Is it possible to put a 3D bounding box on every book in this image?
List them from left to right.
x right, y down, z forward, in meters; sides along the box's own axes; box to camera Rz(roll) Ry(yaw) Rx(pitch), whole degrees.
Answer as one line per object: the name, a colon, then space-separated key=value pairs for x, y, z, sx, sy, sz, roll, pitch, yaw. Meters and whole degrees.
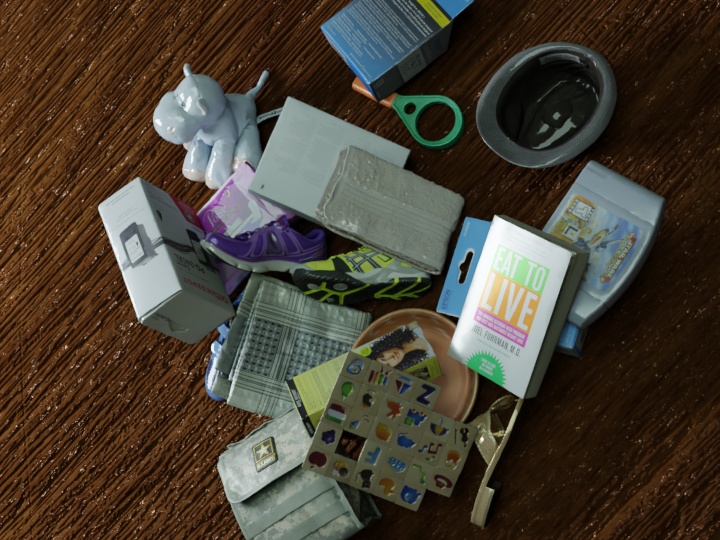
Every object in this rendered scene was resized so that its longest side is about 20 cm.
book: x=0.199 y=0.045 z=1.367 sx=0.133 sy=0.048 sz=0.201 roll=28 pitch=109 yaw=37

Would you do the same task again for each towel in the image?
towel: x=-0.099 y=0.120 z=1.526 sx=0.199 sy=0.035 sz=0.194 roll=19 pitch=83 yaw=-3
towel: x=0.043 y=-0.089 z=1.504 sx=0.199 sy=0.035 sz=0.133 roll=23 pitch=65 yaw=-3

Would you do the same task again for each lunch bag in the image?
lunch bag: x=-0.092 y=0.299 z=1.465 sx=0.164 sy=0.118 sz=0.201 roll=-33 pitch=77 yaw=11

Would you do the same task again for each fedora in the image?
fedora: x=0.263 y=-0.218 z=1.475 sx=0.177 sy=0.090 sz=0.200 roll=36 pitch=86 yaw=25

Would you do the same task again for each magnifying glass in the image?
magnifying glass: x=0.070 y=-0.247 z=1.605 sx=0.199 sy=0.022 sz=0.080 roll=31 pitch=90 yaw=24

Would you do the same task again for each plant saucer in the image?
plant saucer: x=0.073 y=0.154 z=1.488 sx=0.199 sy=0.037 sz=0.202 roll=-5 pitch=74 yaw=20

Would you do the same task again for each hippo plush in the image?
hippo plush: x=-0.226 y=-0.225 z=1.644 sx=0.199 sy=0.161 sz=0.160 roll=-34 pitch=66 yaw=12

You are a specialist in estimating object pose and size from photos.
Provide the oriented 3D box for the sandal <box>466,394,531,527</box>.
sandal: x=0.168 y=0.229 z=1.408 sx=0.069 sy=0.078 sz=0.213 roll=18 pitch=89 yaw=20

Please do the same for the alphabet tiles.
alphabet tiles: x=0.045 y=0.217 z=1.389 sx=0.199 sy=0.008 sz=0.168 roll=22 pitch=96 yaw=-5

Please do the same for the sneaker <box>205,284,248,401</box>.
sneaker: x=-0.183 y=0.101 z=1.586 sx=0.074 sy=0.082 sz=0.201 roll=27 pitch=89 yaw=24

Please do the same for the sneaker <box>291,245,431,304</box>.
sneaker: x=0.000 y=0.000 z=1.524 sx=0.199 sy=0.076 sz=0.077 roll=1 pitch=61 yaw=-8

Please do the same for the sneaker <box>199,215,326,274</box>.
sneaker: x=-0.141 y=-0.042 z=1.552 sx=0.081 sy=0.199 sz=0.084 roll=23 pitch=106 yaw=56

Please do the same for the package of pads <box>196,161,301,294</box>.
package of pads: x=-0.197 y=-0.056 z=1.625 sx=0.120 sy=0.076 sz=0.200 roll=44 pitch=97 yaw=7

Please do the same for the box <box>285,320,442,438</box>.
box: x=0.004 y=0.146 z=1.429 sx=0.199 sy=0.050 sz=0.075 roll=-26 pitch=46 yaw=-5

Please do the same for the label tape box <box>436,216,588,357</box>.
label tape box: x=0.221 y=0.020 z=1.447 sx=0.199 sy=0.066 sz=0.144 roll=14 pitch=81 yaw=27

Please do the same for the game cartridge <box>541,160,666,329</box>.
game cartridge: x=0.302 y=-0.031 z=1.374 sx=0.133 sy=0.042 sz=0.201 roll=32 pitch=87 yaw=31

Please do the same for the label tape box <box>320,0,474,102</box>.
label tape box: x=0.061 y=-0.373 z=1.610 sx=0.200 sy=0.063 sz=0.144 roll=-37 pitch=63 yaw=1

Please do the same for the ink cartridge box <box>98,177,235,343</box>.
ink cartridge box: x=-0.274 y=-0.012 z=1.508 sx=0.083 sy=0.145 sz=0.201 roll=-33 pitch=63 yaw=13

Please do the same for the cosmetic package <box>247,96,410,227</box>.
cosmetic package: x=-0.046 y=-0.144 z=1.561 sx=0.199 sy=0.052 sz=0.152 roll=24 pitch=82 yaw=-2
